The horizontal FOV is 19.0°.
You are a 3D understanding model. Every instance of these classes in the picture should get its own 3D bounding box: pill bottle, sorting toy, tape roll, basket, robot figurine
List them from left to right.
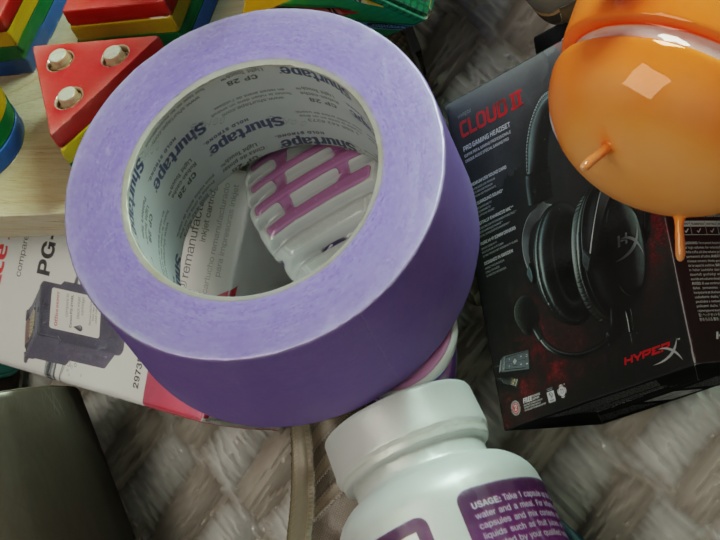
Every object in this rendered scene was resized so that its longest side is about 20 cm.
[{"bbox_3d":[-0.202,0.178,1.260,0.179,0.136,0.201,-12,80,-7],"label":"basket"},{"bbox_3d":[-0.177,-0.117,1.261,0.199,0.070,0.199,-2,49,25],"label":"sorting toy"},{"bbox_3d":[-0.044,-0.028,1.096,0.199,0.085,0.201,-7,61,12],"label":"tape roll"},{"bbox_3d":[0.056,0.161,1.078,0.112,0.112,0.201,-33,67,27],"label":"pill bottle"},{"bbox_3d":[0.153,-0.111,0.971,0.116,0.144,0.201,20,69,6],"label":"robot figurine"}]

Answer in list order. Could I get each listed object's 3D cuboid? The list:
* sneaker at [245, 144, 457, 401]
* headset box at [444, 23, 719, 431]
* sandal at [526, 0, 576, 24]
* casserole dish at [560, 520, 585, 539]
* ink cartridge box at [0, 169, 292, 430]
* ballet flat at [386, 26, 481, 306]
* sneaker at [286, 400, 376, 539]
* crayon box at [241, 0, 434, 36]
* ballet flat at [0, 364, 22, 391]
[{"bbox_3d":[0.000,0.000,1.172,0.080,0.089,0.201,-27,57,3],"label":"sneaker"},{"bbox_3d":[0.127,-0.033,1.091,0.149,0.077,0.201,-24,72,51],"label":"headset box"},{"bbox_3d":[0.082,-0.195,1.141,0.082,0.055,0.200,-42,33,13],"label":"sandal"},{"bbox_3d":[0.106,0.222,1.126,0.121,0.039,0.201,-38,65,25],"label":"casserole dish"},{"bbox_3d":[-0.131,0.002,1.282,0.199,0.084,0.146,12,90,35],"label":"ink cartridge box"},{"bbox_3d":[0.029,-0.067,1.189,0.046,0.067,0.201,-18,68,0],"label":"ballet flat"},{"bbox_3d":[-0.001,0.100,1.207,0.075,0.070,0.201,-1,81,7],"label":"sneaker"},{"bbox_3d":[0.005,-0.227,1.181,0.119,0.058,0.201,-11,63,59],"label":"crayon box"},{"bbox_3d":[-0.249,0.080,1.368,0.062,0.067,0.201,-20,73,41],"label":"ballet flat"}]
